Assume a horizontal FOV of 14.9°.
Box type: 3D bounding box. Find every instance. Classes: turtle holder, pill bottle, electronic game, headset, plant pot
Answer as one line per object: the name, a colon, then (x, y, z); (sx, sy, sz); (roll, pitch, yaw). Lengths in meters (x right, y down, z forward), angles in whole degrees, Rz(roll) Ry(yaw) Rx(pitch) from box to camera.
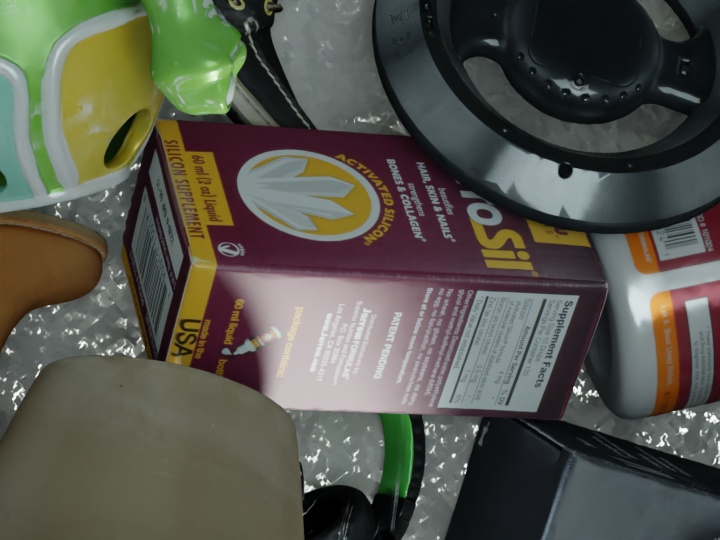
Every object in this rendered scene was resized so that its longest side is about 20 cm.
turtle holder: (-0.136, -0.100, 1.226); (0.185, 0.141, 0.132); (-10, 99, 8)
pill bottle: (0.206, -0.001, 1.327); (0.199, 0.113, 0.114); (-11, 94, -7)
electronic game: (0.103, -0.104, 1.301); (0.199, 0.042, 0.201); (6, 58, -10)
headset: (-0.031, 0.123, 1.295); (0.123, 0.094, 0.201); (34, 73, -32)
plant pot: (-0.101, 0.136, 1.180); (0.199, 0.200, 0.174); (14, 71, -8)

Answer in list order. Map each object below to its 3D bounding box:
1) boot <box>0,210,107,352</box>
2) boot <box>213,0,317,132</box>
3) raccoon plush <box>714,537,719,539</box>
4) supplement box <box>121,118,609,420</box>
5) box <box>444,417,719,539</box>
boot: (-0.184, 0.056, 1.246); (0.200, 0.077, 0.156); (-4, 72, -47)
boot: (-0.037, -0.163, 1.308); (0.150, 0.073, 0.200); (-34, 91, -5)
raccoon plush: (0.171, 0.142, 1.118); (0.096, 0.134, 0.201); (3, 94, -6)
supplement box: (0.000, 0.000, 1.270); (0.199, 0.111, 0.086); (3, 129, -19)
box: (0.152, 0.152, 1.285); (0.199, 0.197, 0.118); (18, 91, -8)
